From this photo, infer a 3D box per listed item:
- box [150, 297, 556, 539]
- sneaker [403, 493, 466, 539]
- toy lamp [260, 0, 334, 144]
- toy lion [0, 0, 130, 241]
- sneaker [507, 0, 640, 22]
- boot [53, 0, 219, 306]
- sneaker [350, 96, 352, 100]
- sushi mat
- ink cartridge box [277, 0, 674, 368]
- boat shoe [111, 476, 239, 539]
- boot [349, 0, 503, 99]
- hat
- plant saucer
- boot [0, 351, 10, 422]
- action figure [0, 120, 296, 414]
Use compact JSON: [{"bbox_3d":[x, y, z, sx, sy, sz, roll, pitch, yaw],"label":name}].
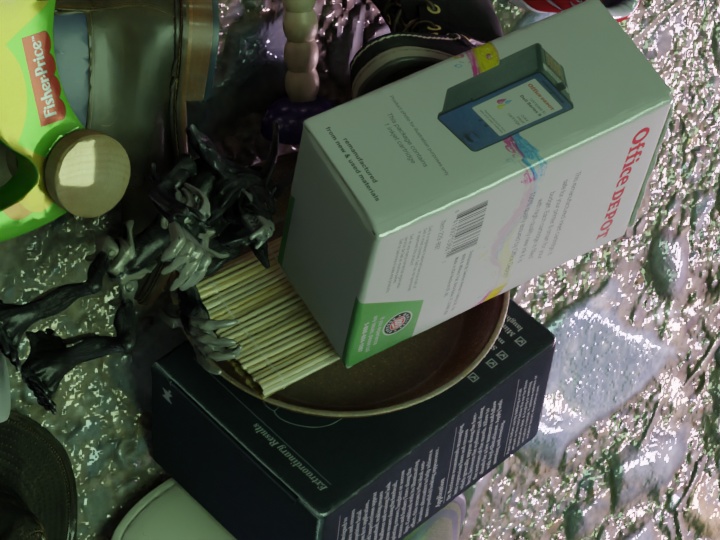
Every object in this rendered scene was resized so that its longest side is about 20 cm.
[{"bbox_3d":[-0.005,0.078,1.573,0.200,0.148,0.107,-34,152,-27],"label":"box"},{"bbox_3d":[0.041,0.238,1.736,0.074,0.081,0.200,5,102,-43],"label":"sneaker"},{"bbox_3d":[-0.035,-0.178,1.541,0.058,0.058,0.200,-19,118,-36],"label":"toy lamp"},{"bbox_3d":[-0.231,-0.101,1.348,0.192,0.069,0.200,-23,117,-25],"label":"toy lion"},{"bbox_3d":[0.104,-0.223,1.607,0.200,0.112,0.071,42,76,-42],"label":"sneaker"},{"bbox_3d":[-0.144,-0.074,1.490,0.097,0.075,0.200,4,115,-16],"label":"boot"},{"bbox_3d":[0.063,-0.080,1.657,0.200,0.078,0.077,6,114,-39],"label":"sneaker"},{"bbox_3d":[0.000,0.000,1.515,0.200,0.096,0.012,-27,149,-22],"label":"sushi mat"},{"bbox_3d":[0.063,-0.049,1.454,0.200,0.088,0.145,-23,154,-20],"label":"ink cartridge box"},{"bbox_3d":[-0.064,0.151,1.620,0.202,0.072,0.060,-24,153,-23],"label":"boat shoe"},{"bbox_3d":[0.034,-0.145,1.535,0.073,0.151,0.200,-39,155,26],"label":"boot"},{"bbox_3d":[-0.221,0.181,1.484,0.200,0.081,0.201,-14,113,-37],"label":"hat"},{"bbox_3d":[-0.013,0.014,1.533,0.200,0.200,0.037,-36,152,-27],"label":"plant saucer"},{"bbox_3d":[-0.261,0.040,1.410,0.200,0.095,0.074,62,19,-65],"label":"boot"},{"bbox_3d":[-0.105,0.002,1.434,0.200,0.102,0.119,-35,137,-7],"label":"action figure"}]
